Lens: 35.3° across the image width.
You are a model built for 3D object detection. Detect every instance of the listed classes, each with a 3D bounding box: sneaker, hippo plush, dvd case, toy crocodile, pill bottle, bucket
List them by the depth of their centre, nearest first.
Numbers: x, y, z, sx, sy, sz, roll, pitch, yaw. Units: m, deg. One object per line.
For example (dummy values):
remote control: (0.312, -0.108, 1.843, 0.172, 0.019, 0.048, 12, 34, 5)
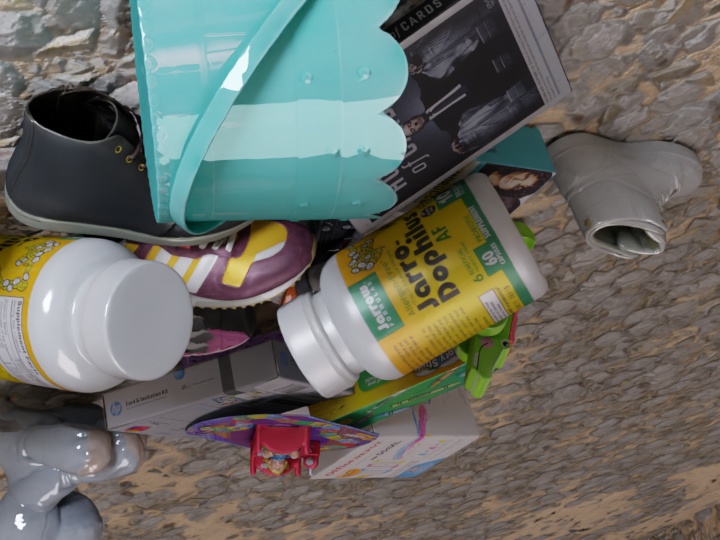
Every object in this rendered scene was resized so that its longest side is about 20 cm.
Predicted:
bucket: (-0.061, -0.120, 0.650, 0.134, 0.208, 0.208, -7, 153, -11)
sneaker: (-0.148, -0.075, 0.814, 0.199, 0.075, 0.106, -3, 151, -26)
dvd case: (0.049, -0.124, 0.825, 0.199, 0.025, 0.150, -35, 142, 4)
pill bottle: (-0.224, 0.031, 0.842, 0.199, 0.114, 0.113, 3, 170, 37)
sneaker: (-0.136, -0.022, 0.892, 0.199, 0.075, 0.090, -7, 138, 11)
pill bottle: (0.039, 0.017, 0.911, 0.199, 0.113, 0.113, -30, 153, 7)
sneaker: (-0.187, 0.032, 0.993, 0.199, 0.081, 0.086, 4, 177, 7)
sneaker: (0.263, -0.060, 1.059, 0.199, 0.116, 0.074, 0, 148, -35)
toy crocodile: (0.130, 0.033, 1.092, 0.061, 0.201, 0.068, 13, 138, 0)
hippo plush: (-0.313, 0.227, 1.149, 0.199, 0.162, 0.159, 6, -177, -45)

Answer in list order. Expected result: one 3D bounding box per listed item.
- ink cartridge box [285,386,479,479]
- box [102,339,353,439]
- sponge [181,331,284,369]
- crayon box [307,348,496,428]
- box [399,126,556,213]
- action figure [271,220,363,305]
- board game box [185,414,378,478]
ink cartridge box: (0.015, 0.165, 1.332, 0.199, 0.126, 0.128, 7, 146, -42)
box: (-0.129, 0.123, 1.128, 0.199, 0.041, 0.156, -20, 161, 22)
sponge: (-0.137, 0.110, 1.204, 0.111, 0.030, 0.200, -9, 163, -15)
crayon box: (0.031, 0.083, 1.189, 0.199, 0.119, 0.058, -25, 154, 15)
box: (0.063, -0.088, 0.950, 0.199, 0.049, 0.082, 3, 147, -36)
action figure: (0.000, 0.000, 1.010, 0.192, 0.105, 0.200, 1, 148, -1)
board game box: (-0.078, 0.187, 1.162, 0.157, 0.039, 0.200, -14, 157, 34)
